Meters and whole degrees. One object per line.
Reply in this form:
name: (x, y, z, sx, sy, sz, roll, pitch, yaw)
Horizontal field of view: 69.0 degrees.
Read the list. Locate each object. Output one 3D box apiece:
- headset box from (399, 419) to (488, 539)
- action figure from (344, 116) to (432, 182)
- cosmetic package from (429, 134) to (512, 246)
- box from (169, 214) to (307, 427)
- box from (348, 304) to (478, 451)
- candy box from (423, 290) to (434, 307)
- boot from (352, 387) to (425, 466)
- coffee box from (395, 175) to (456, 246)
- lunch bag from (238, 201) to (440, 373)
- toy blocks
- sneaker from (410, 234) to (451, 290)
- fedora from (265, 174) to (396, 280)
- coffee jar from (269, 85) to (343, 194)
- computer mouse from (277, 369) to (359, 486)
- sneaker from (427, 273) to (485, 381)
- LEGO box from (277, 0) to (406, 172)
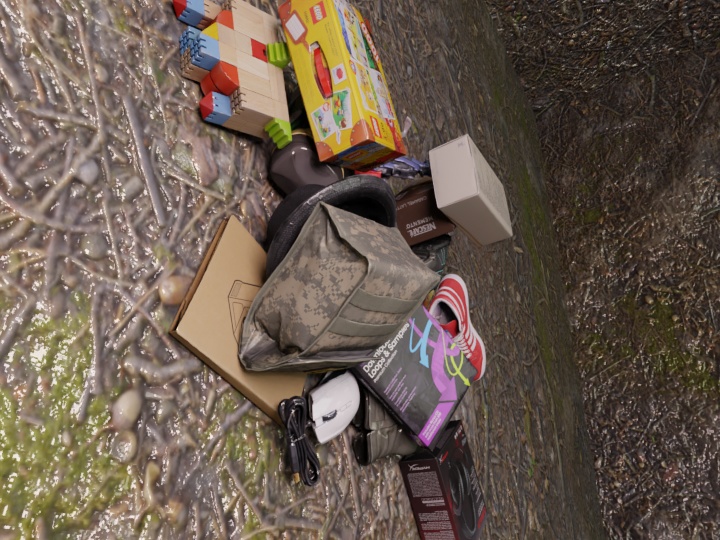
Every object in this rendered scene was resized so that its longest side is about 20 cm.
headset box: (0.151, 0.390, 0.905, 0.148, 0.075, 0.208, -18, 91, -61)
action figure: (0.043, -0.189, 0.935, 0.106, 0.192, 0.199, 102, 4, -57)
cosmetic package: (0.189, -0.125, 0.878, 0.198, 0.071, 0.108, 28, 51, -54)
box: (-0.123, 0.063, 0.630, 0.201, 0.021, 0.167, 52, 36, -36)
box: (0.071, 0.133, 0.755, 0.200, 0.036, 0.144, 47, 65, -13)
candy box: (0.066, -0.015, 0.962, 0.205, 0.054, 0.116, 64, 30, -16)
boot: (0.049, 0.180, 0.782, 0.127, 0.067, 0.209, 9, 81, -39)
coffee box: (0.128, -0.123, 0.960, 0.082, 0.111, 0.200, 65, 29, -13)
lunch bag: (-0.028, 0.046, 0.600, 0.118, 0.202, 0.162, 49, 21, 29)
toy blocks: (-0.164, -0.262, 0.658, 0.134, 0.098, 0.208, 5, 72, -47)
sneaker: (0.117, -0.013, 0.945, 0.200, 0.073, 0.082, -44, 136, -59)
fedora: (-0.048, -0.052, 0.666, 0.091, 0.204, 0.198, 41, 12, 34)
coffee jar: (-0.067, -0.188, 0.763, 0.104, 0.084, 0.205, 38, 40, -30)
computer mouse: (-0.039, 0.179, 0.676, 0.199, 0.042, 0.114, -34, 114, -66)
sneaker: (0.168, 0.122, 0.926, 0.112, 0.069, 0.207, -40, 115, -60)
LEGO box: (-0.020, -0.248, 0.705, 0.148, 0.075, 0.208, -9, 82, -66)
